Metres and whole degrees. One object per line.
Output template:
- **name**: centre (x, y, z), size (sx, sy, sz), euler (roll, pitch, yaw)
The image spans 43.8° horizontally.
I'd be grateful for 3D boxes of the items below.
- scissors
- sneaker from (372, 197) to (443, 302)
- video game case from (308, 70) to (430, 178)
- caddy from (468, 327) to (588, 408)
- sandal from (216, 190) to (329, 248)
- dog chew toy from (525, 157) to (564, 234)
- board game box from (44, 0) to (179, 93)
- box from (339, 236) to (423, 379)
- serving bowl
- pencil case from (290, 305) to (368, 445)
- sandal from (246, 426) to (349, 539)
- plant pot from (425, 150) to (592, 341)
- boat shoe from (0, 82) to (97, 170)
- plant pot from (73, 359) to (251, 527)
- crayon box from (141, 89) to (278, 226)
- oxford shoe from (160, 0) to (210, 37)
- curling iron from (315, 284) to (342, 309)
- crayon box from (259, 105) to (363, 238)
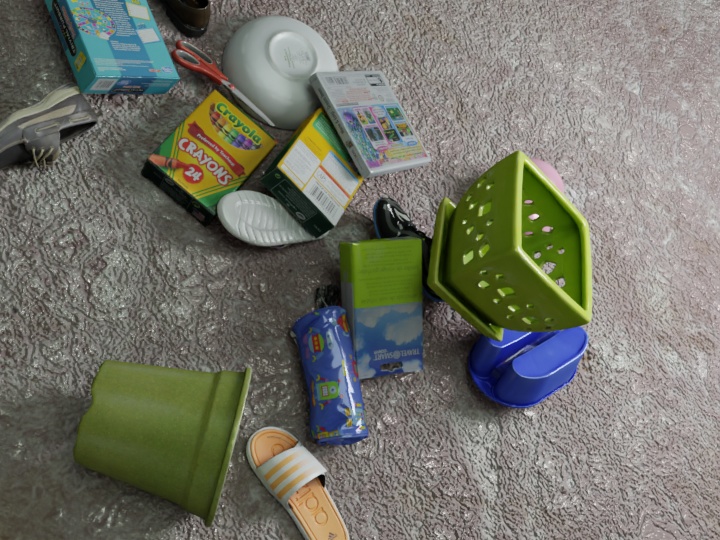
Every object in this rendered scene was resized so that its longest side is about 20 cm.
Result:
- **scissors**: centre (-0.207, -0.294, 1.392), size (0.199, 0.014, 0.073), euler (33, 29, -6)
- **sneaker**: centre (0.096, -0.040, 1.413), size (0.200, 0.082, 0.071), euler (51, 50, -10)
- **video game case**: centre (0.019, -0.243, 1.458), size (0.199, 0.024, 0.183), euler (-20, 80, -55)
- **caddy**: centre (0.267, 0.134, 1.430), size (0.199, 0.105, 0.142), euler (-25, 61, -29)
- **sandal**: centre (-0.132, -0.068, 1.345), size (0.201, 0.050, 0.083), euler (6, 69, -40)
- **dog chew toy**: centre (0.269, -0.089, 1.512), size (0.124, 0.124, 0.201), euler (27, 69, -14)
- **board game box**: centre (-0.371, -0.358, 1.315), size (0.150, 0.047, 0.201), euler (-12, 75, -51)
- **box**: centre (0.033, 0.054, 1.344), size (0.121, 0.048, 0.202), euler (-5, 98, -26)
- **serving bowl**: centre (-0.118, -0.331, 1.445), size (0.198, 0.066, 0.202), euler (10, 66, -24)
- **pencil case**: centre (-0.046, 0.151, 1.282), size (0.086, 0.078, 0.202), euler (-12, 74, 2)
- **sandal**: centre (-0.072, 0.298, 1.222), size (0.079, 0.059, 0.207), euler (-35, 88, -32)
- **plant pot**: centre (0.214, -0.021, 1.327), size (0.200, 0.181, 0.200), euler (40, 44, -32)
- **boat shoe**: centre (-0.441, -0.181, 1.222), size (0.073, 0.074, 0.200), euler (45, 59, -3)
- **plant pot**: centre (-0.249, 0.197, 1.114), size (0.183, 0.201, 0.202), euler (15, 64, -8)
- **crayon box**: centre (-0.217, -0.180, 1.345), size (0.127, 0.051, 0.201), euler (39, 58, -7)
- **oxford shoe**: centre (-0.304, -0.466, 1.396), size (0.200, 0.084, 0.073), euler (43, 60, -3)
- **curling iron**: centre (0.000, 0.000, 1.394), size (0.050, 0.026, 0.200), euler (49, 57, -3)
- **crayon box**: centre (-0.059, -0.161, 1.386), size (0.126, 0.051, 0.201), euler (46, 45, -17)
